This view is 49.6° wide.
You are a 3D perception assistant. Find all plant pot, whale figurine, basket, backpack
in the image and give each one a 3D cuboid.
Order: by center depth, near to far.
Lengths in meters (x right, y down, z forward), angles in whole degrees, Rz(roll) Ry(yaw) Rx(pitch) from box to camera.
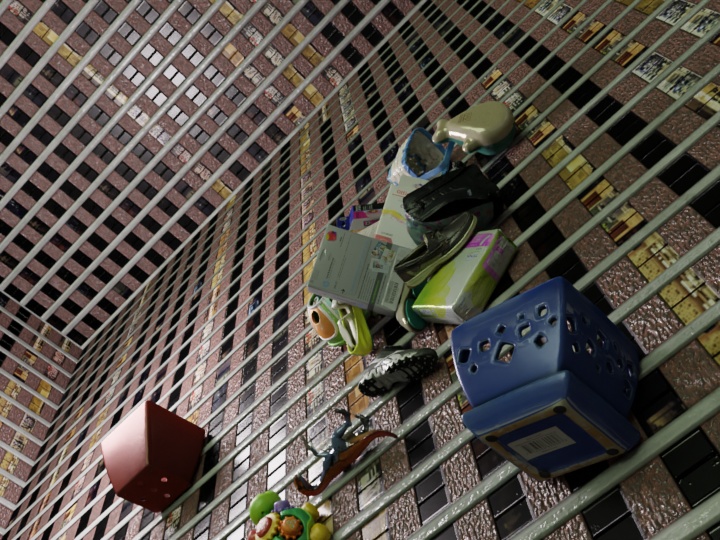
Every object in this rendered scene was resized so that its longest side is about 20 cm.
[{"bbox_3d":[0.254,0.162,1.063,0.199,0.200,0.181,-31,34,34],"label":"plant pot"},{"bbox_3d":[0.191,-0.130,1.666,0.199,0.127,0.167,-25,39,-10],"label":"backpack"},{"bbox_3d":[0.275,-0.329,1.870,0.198,0.104,0.160,-4,51,28],"label":"whale figurine"},{"bbox_3d":[0.173,-0.289,1.988,0.200,0.139,0.177,-33,27,52],"label":"basket"},{"bbox_3d":[-0.529,0.491,1.992,0.200,0.200,0.177,-42,34,16],"label":"plant pot"}]

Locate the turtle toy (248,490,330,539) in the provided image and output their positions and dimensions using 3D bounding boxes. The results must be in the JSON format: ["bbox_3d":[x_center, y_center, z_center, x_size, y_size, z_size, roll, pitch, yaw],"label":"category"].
[{"bbox_3d":[-0.148,0.475,1.413,0.146,0.101,0.200,-50,22,-2],"label":"turtle toy"}]

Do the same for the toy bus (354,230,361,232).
[{"bbox_3d":[-0.019,-0.075,2.103,0.200,0.065,0.079,-39,26,22],"label":"toy bus"}]

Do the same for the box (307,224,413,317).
[{"bbox_3d":[0.000,0.000,1.690,0.041,0.198,0.157,102,-175,-65],"label":"box"}]

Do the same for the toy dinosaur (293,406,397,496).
[{"bbox_3d":[-0.051,0.352,1.463,0.199,0.104,0.183,17,88,53],"label":"toy dinosaur"}]

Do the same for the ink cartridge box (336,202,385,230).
[{"bbox_3d":[0.035,-0.140,1.998,0.198,0.037,0.095,-8,26,2],"label":"ink cartridge box"}]

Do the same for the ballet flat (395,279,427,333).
[{"bbox_3d":[0.107,0.078,1.637,0.069,0.069,0.201,-35,21,30],"label":"ballet flat"}]

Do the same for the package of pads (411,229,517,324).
[{"bbox_3d":[0.207,0.015,1.540,0.201,0.068,0.154,-57,22,-18],"label":"package of pads"}]

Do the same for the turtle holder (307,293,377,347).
[{"bbox_3d":[-0.040,0.079,1.808,0.186,0.132,0.141,-51,22,-6],"label":"turtle holder"}]

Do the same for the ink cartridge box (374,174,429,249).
[{"bbox_3d":[0.110,-0.122,1.782,0.067,0.115,0.202,36,-110,-74],"label":"ink cartridge box"}]

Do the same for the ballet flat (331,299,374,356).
[{"bbox_3d":[-0.027,0.091,1.702,0.067,0.202,0.067,-9,-14,-38],"label":"ballet flat"}]

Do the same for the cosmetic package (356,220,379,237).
[{"bbox_3d":[0.038,-0.052,1.931,0.199,0.087,0.104,-25,33,43],"label":"cosmetic package"}]

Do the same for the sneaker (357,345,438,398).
[{"bbox_3d":[0.075,0.177,1.526,0.199,0.066,0.091,-32,30,40],"label":"sneaker"}]

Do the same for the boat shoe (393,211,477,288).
[{"bbox_3d":[0.151,-0.049,1.576,0.200,0.065,0.073,-46,17,10],"label":"boat shoe"}]
